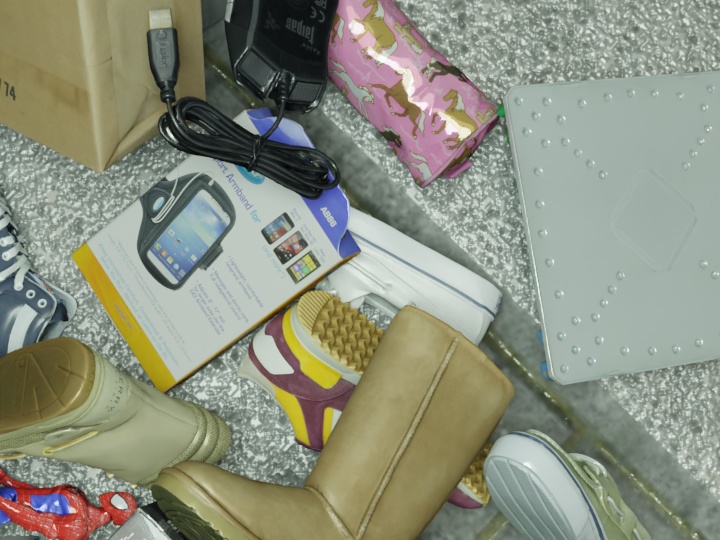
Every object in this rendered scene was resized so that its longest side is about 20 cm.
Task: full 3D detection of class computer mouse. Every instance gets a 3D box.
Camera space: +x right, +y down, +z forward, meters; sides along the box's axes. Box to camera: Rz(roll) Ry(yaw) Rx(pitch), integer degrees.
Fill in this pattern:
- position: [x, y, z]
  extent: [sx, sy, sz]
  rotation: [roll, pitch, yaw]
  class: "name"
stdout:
- position: [-0.078, -0.146, 0.877]
  extent: [0.140, 0.046, 0.202]
  rotation: [15, 66, -37]
  class: "computer mouse"

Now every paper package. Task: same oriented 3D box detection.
- position: [-0.205, -0.188, 0.897]
  extent: [0.199, 0.192, 0.103]
  rotation: [24, 41, 30]
  class: "paper package"

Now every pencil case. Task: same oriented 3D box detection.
- position: [0.009, -0.148, 0.981]
  extent: [0.200, 0.086, 0.083]
  rotation: [46, 111, 3]
  class: "pencil case"

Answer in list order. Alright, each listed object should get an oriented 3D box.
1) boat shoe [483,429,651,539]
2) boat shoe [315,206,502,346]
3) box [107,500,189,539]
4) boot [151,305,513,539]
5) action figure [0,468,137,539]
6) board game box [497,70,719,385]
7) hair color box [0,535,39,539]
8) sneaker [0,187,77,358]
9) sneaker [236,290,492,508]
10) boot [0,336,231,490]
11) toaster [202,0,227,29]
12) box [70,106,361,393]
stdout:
- position: [0.139, 0.154, 0.927]
  extent: [0.072, 0.200, 0.062]
  rotation: [19, 65, 38]
  class: "boat shoe"
- position: [0.000, 0.000, 0.976]
  extent: [0.199, 0.074, 0.066]
  rotation: [26, 81, 3]
  class: "boat shoe"
- position: [-0.184, 0.236, 0.909]
  extent: [0.049, 0.161, 0.200]
  rotation: [43, 86, 3]
  class: "box"
- position: [-0.013, 0.106, 0.863]
  extent: [0.175, 0.066, 0.201]
  rotation: [44, 64, -24]
  class: "boot"
- position: [-0.252, 0.157, 0.956]
  extent: [0.198, 0.065, 0.052]
  rotation: [8, 92, -10]
  class: "action figure"
- position: [0.197, -0.033, 0.972]
  extent: [0.198, 0.026, 0.202]
  rotation: [-7, 85, -22]
  class: "board game box"
- position: [-0.273, 0.210, 0.889]
  extent: [0.099, 0.200, 0.061]
  rotation: [-3, 85, -1]
  class: "hair color box"
- position: [-0.252, -0.020, 0.974]
  extent: [0.107, 0.070, 0.202]
  rotation: [4, 92, 5]
  class: "sneaker"
- position: [0.007, 0.102, 0.975]
  extent: [0.200, 0.075, 0.090]
  rotation: [44, 124, -12]
  class: "sneaker"
- position: [-0.203, 0.105, 0.945]
  extent: [0.199, 0.155, 0.073]
  rotation: [-15, 60, 33]
  class: "boot"
- position: [-0.095, -0.265, 0.970]
  extent: [0.200, 0.129, 0.114]
  rotation: [-43, 88, -4]
  class: "toaster"
- position: [-0.092, -0.018, 0.952]
  extent: [0.199, 0.041, 0.120]
  rotation: [-35, 86, 22]
  class: "box"
